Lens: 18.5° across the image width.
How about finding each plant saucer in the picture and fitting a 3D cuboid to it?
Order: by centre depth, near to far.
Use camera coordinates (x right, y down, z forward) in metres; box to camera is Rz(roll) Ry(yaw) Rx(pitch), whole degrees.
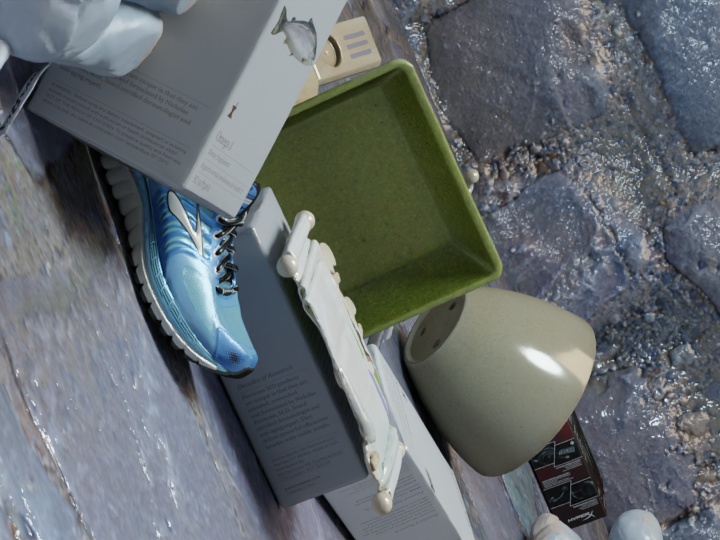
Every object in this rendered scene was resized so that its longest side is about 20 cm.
[{"bbox_3d":[-0.021,-0.045,1.642,0.048,0.199,0.201,-107,171,-60],"label":"plant saucer"}]

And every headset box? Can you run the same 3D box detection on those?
[{"bbox_3d":[0.282,0.251,3.177,0.149,0.077,0.201,-76,145,-75],"label":"headset box"}]

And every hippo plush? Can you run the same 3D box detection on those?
[{"bbox_3d":[-0.185,-0.193,1.247,0.161,0.200,0.159,45,-6,11],"label":"hippo plush"},{"bbox_3d":[0.308,0.372,2.714,0.159,0.160,0.201,52,19,-62],"label":"hippo plush"}]

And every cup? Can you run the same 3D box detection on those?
[{"bbox_3d":[0.131,0.096,2.356,0.143,0.200,0.201,36,21,-20],"label":"cup"}]

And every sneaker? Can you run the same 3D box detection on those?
[{"bbox_3d":[-0.104,-0.027,1.442,0.078,0.089,0.201,6,64,-80],"label":"sneaker"}]

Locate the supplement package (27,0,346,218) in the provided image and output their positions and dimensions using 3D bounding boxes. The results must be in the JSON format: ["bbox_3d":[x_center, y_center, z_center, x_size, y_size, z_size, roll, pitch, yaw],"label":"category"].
[{"bbox_3d":[-0.095,-0.152,1.366,0.117,0.201,0.117,27,-1,16],"label":"supplement package"}]

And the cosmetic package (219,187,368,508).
[{"bbox_3d":[-0.060,0.054,1.575,0.102,0.071,0.201,-77,145,-72],"label":"cosmetic package"}]

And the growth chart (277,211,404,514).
[{"bbox_3d":[-0.010,0.059,1.535,0.145,0.018,0.201,-49,117,-79],"label":"growth chart"}]

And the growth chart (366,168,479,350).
[{"bbox_3d":[0.048,0.009,1.983,0.200,0.018,0.145,-56,170,-35],"label":"growth chart"}]

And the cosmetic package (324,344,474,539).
[{"bbox_3d":[0.022,0.167,1.782,0.200,0.081,0.113,57,13,-50],"label":"cosmetic package"}]

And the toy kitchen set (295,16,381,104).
[{"bbox_3d":[-0.005,-0.101,1.784,0.180,0.163,0.201,-25,94,-55],"label":"toy kitchen set"}]
